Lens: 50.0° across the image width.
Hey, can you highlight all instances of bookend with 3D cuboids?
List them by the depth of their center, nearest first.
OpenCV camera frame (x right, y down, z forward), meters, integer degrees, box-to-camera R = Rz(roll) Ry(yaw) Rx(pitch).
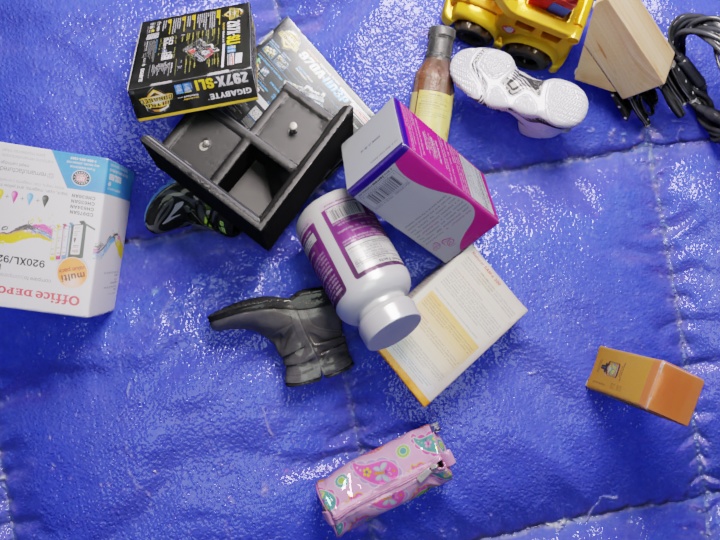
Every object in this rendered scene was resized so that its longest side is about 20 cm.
[{"bbox_3d":[-0.141,-0.171,1.008,0.197,0.092,0.201,36,78,8],"label":"bookend"}]

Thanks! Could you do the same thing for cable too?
[{"bbox_3d":[0.494,-0.267,1.077,0.050,0.163,0.203,-30,84,3],"label":"cable"}]

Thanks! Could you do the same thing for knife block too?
[{"bbox_3d":[0.391,-0.292,1.058,0.172,0.201,0.065,21,61,14],"label":"knife block"}]

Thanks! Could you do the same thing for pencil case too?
[{"bbox_3d":[0.036,0.293,1.082,0.196,0.087,0.089,-25,92,-3],"label":"pencil case"}]

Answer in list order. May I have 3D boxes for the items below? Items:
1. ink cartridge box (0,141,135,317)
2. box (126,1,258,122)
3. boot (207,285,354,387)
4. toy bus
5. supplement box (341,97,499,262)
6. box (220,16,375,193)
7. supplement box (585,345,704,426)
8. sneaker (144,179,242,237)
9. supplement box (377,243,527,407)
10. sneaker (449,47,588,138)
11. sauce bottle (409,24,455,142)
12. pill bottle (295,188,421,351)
[{"bbox_3d":[-0.398,-0.049,1.021,0.143,0.145,0.205,8,90,-5],"label":"ink cartridge box"},{"bbox_3d":[-0.215,-0.278,1.013,0.156,0.202,0.050,-10,132,-2],"label":"box"},{"bbox_3d":[-0.111,0.102,1.083,0.195,0.070,0.135,-9,96,0],"label":"boot"},{"bbox_3d":[0.223,-0.375,1.043,0.196,0.192,0.139,21,90,-2],"label":"toy bus"},{"bbox_3d":[0.080,-0.114,1.018,0.101,0.105,0.199,-36,130,27],"label":"supplement box"},{"bbox_3d":[-0.092,-0.226,1.092,0.159,0.046,0.200,-44,92,-3],"label":"box"},{"bbox_3d":[0.379,0.153,1.048,0.067,0.200,0.068,22,88,-7],"label":"supplement box"},{"bbox_3d":[-0.202,-0.086,1.062,0.195,0.071,0.084,-11,55,-6],"label":"sneaker"},{"bbox_3d":[0.119,0.074,1.092,0.199,0.074,0.127,-41,93,-1],"label":"supplement box"},{"bbox_3d":[0.217,-0.242,1.086,0.196,0.115,0.077,23,88,9],"label":"sneaker"},{"bbox_3d":[0.103,-0.242,1.096,0.064,0.066,0.205,10,91,-4],"label":"sauce bottle"},{"bbox_3d":[0.000,0.000,1.033,0.111,0.113,0.202,-27,67,-3],"label":"pill bottle"}]
